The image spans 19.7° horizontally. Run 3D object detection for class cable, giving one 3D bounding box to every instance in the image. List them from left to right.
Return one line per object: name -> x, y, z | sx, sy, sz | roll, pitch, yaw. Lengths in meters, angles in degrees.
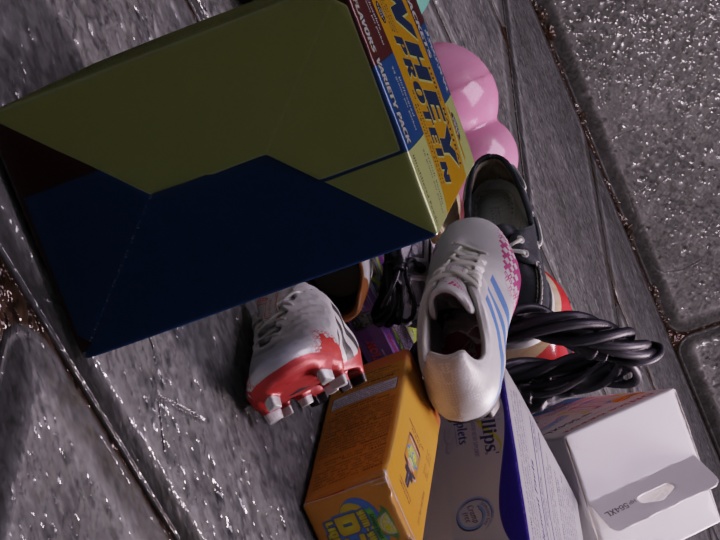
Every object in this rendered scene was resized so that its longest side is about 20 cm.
cable -> 0.139, 0.063, 1.636 | 0.163, 0.198, 0.051 | 62, 26, -60

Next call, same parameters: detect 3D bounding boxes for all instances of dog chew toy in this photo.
dog chew toy -> 0.090, -0.109, 1.940 | 0.201, 0.124, 0.125 | 63, 13, 0

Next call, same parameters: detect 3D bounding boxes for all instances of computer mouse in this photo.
computer mouse -> 0.035, 0.007, 1.605 | 0.200, 0.044, 0.111 | 53, 34, -73

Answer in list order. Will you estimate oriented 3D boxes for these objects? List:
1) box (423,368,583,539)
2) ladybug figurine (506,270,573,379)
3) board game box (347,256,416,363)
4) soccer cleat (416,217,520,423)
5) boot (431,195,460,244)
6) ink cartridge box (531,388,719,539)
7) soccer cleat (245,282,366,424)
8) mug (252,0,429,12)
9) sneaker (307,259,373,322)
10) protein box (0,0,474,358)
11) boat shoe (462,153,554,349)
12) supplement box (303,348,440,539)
box -> 0.106, 0.214, 1.611 | 0.185, 0.104, 0.200 | -95, 162, -45
ladybug figurine -> 0.153, 0.062, 1.873 | 0.200, 0.071, 0.137 | 61, 36, -64
board game box -> 0.000, 0.000, 1.650 | 0.120, 0.032, 0.201 | -92, 159, -61
soccer cleat -> 0.078, 0.018, 1.524 | 0.201, 0.069, 0.087 | -86, 161, -44
boot -> 0.052, -0.040, 1.806 | 0.200, 0.072, 0.156 | 62, 19, -50
ink cartridge box -> 0.207, 0.184, 1.812 | 0.200, 0.128, 0.126 | -16, -85, 62
soccer cleat -> -0.043, 0.045, 1.331 | 0.086, 0.068, 0.200 | 63, 9, 5
mug -> -0.017, -0.254, 1.664 | 0.115, 0.151, 0.186 | 62, 15, -45
sneaker -> -0.035, -0.053, 1.474 | 0.085, 0.072, 0.201 | -91, 159, -61
protein box -> -0.059, -0.068, 1.110 | 0.200, 0.197, 0.136 | -57, 127, -75
boat shoe -> 0.120, -0.018, 1.777 | 0.201, 0.075, 0.061 | -103, 179, -47
supplement box -> 0.010, 0.129, 1.422 | 0.200, 0.068, 0.067 | -79, 146, -69
